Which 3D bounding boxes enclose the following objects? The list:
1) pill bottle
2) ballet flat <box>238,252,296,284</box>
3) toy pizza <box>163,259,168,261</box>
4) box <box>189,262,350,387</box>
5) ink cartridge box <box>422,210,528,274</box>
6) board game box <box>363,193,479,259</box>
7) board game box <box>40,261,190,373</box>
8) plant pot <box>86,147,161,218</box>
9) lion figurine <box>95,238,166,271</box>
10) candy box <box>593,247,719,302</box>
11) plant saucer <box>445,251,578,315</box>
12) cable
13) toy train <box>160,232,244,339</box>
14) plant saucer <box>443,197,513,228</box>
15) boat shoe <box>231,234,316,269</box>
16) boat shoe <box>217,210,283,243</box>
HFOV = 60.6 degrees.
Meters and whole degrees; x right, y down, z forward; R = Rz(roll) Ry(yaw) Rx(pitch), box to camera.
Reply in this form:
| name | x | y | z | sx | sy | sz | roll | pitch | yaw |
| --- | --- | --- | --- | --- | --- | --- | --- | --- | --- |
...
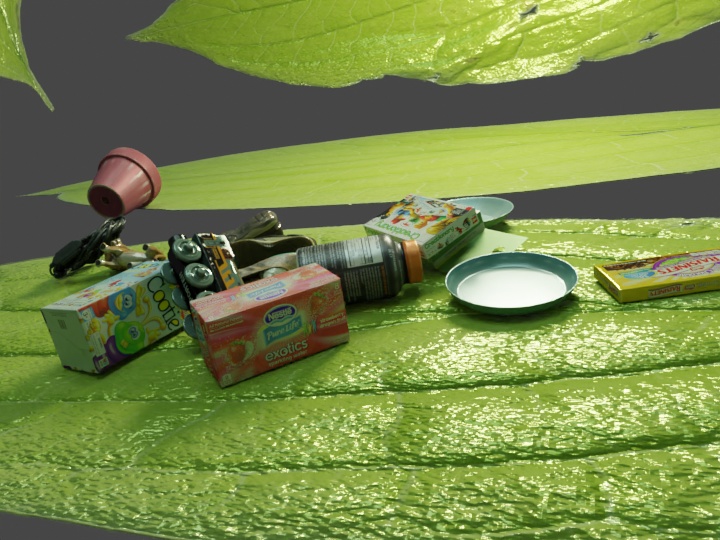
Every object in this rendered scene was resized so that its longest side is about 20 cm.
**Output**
| name | x | y | z | sx | sy | sz | roll | pitch | yaw |
| --- | --- | --- | --- | --- | --- | --- | --- | --- | --- |
| pill bottle | 0.000 | 0.000 | 1.010 | 0.199 | 0.107 | 0.106 | -9 | 20 | -1 |
| ballet flat | -0.186 | 0.025 | 1.105 | 0.199 | 0.068 | 0.067 | -18 | 40 | -8 |
| toy pizza | -0.354 | 0.004 | 1.218 | 0.199 | 0.032 | 0.200 | -21 | 23 | 9 |
| box | -0.126 | 0.071 | 0.875 | 0.199 | 0.103 | 0.095 | -17 | 21 | -24 |
| ink cartridge box | 0.178 | -0.054 | 1.119 | 0.145 | 0.048 | 0.200 | -38 | 29 | -25 |
| board game box | 0.107 | -0.086 | 1.142 | 0.126 | 0.035 | 0.200 | -35 | 28 | -18 |
| board game box | -0.375 | 0.068 | 0.983 | 0.104 | 0.104 | 0.200 | 0 | 21 | 36 |
| plant pot | -0.765 | -0.262 | 1.964 | 0.199 | 0.201 | 0.179 | -3 | 37 | 17 |
| lion figurine | -0.492 | -0.027 | 1.354 | 0.199 | 0.073 | 0.122 | 11 | -2 | 20 |
| candy box | 0.463 | 0.005 | 0.913 | 0.199 | 0.027 | 0.102 | -9 | 23 | 2 |
| plant saucer | 0.232 | 0.021 | 0.954 | 0.199 | 0.028 | 0.200 | -7 | 24 | 3 |
| cable | -0.609 | -0.051 | 1.408 | 0.200 | 0.051 | 0.163 | -40 | 1 | -4 |
| toy train | -0.233 | 0.024 | 0.964 | 0.114 | 0.085 | 0.201 | -4 | 53 | -43 |
| plant saucer | 0.226 | -0.112 | 1.316 | 0.200 | 0.039 | 0.201 | -9 | 20 | 3 |
| boat shoe | -0.182 | -0.034 | 1.249 | 0.199 | 0.074 | 0.065 | -3 | 7 | 13 |
| boat shoe | -0.251 | -0.049 | 1.307 | 0.199 | 0.073 | 0.075 | -26 | 30 | 13 |
